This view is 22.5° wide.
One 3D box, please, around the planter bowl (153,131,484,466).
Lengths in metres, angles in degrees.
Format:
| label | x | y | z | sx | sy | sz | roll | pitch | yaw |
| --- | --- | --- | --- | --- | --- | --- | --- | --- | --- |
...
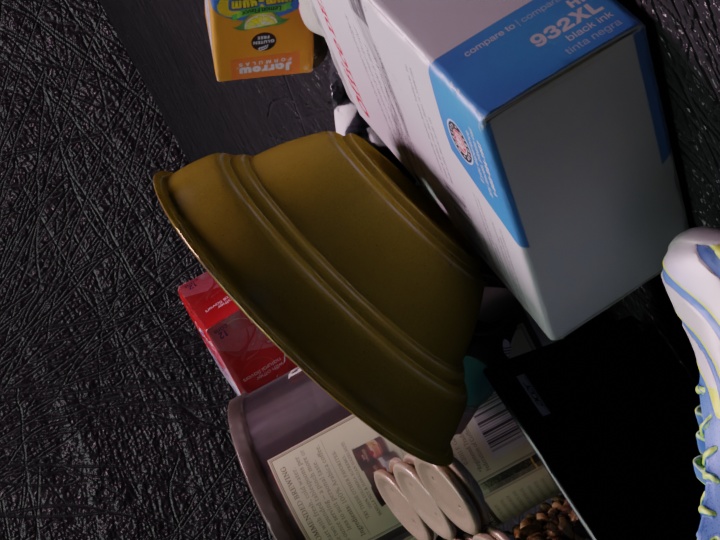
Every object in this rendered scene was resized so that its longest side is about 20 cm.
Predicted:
| label | x | y | z | sx | sy | sz | roll | pitch | yaw |
| --- | --- | --- | --- | --- | --- | --- | --- | --- | --- |
| planter bowl | 0.000 | -0.006 | 0.876 | 0.200 | 0.083 | 0.200 | 43 | -173 | -7 |

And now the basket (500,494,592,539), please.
| label | x | y | z | sx | sy | sz | roll | pitch | yaw |
| --- | --- | --- | --- | --- | --- | --- | --- | --- | --- |
| basket | 0.146 | 0.228 | 1.015 | 0.201 | 0.148 | 0.143 | 55 | -164 | 0 |

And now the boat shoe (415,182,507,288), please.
| label | x | y | z | sx | sy | sz | roll | pitch | yaw |
| --- | --- | --- | --- | --- | --- | --- | --- | --- | --- |
| boat shoe | 0.073 | -0.017 | 1.037 | 0.073 | 0.071 | 0.200 | 62 | 171 | -19 |

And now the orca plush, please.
| label | x | y | z | sx | sy | sz | roll | pitch | yaw |
| --- | --- | --- | --- | --- | --- | --- | --- | --- | --- |
| orca plush | 0.023 | -0.088 | 1.100 | 0.200 | 0.070 | 0.106 | -88 | -11 | -77 |

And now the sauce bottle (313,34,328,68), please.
| label | x | y | z | sx | sy | sz | roll | pitch | yaw |
| --- | --- | --- | --- | --- | --- | --- | --- | --- | --- |
| sauce bottle | -0.050 | -0.194 | 1.199 | 0.065 | 0.064 | 0.200 | 56 | 170 | 22 |

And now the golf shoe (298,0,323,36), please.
| label | x | y | z | sx | sy | sz | roll | pitch | yaw |
| --- | --- | --- | --- | --- | --- | --- | --- | --- | --- |
| golf shoe | 0.002 | -0.170 | 0.978 | 0.092 | 0.075 | 0.200 | 46 | 175 | 22 |

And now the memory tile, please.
| label | x | y | z | sx | sy | sz | roll | pitch | yaw |
| --- | --- | --- | --- | --- | --- | --- | --- | --- | --- |
| memory tile | 0.082 | 0.178 | 0.955 | 0.201 | 0.017 | 0.153 | 53 | 164 | 3 |

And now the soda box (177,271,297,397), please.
| label | x | y | z | sx | sy | sz | roll | pitch | yaw |
| --- | --- | --- | --- | --- | --- | --- | --- | --- | --- |
| soda box | -0.013 | -0.002 | 1.170 | 0.063 | 0.199 | 0.070 | 46 | 166 | 55 |

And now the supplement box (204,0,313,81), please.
| label | x | y | z | sx | sy | sz | roll | pitch | yaw |
| --- | --- | --- | --- | --- | --- | --- | --- | --- | --- |
| supplement box | -0.061 | -0.201 | 1.046 | 0.201 | 0.066 | 0.069 | 90 | 171 | -54 |

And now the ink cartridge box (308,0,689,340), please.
| label | x | y | z | sx | sy | sz | roll | pitch | yaw |
| --- | --- | --- | --- | --- | --- | --- | --- | --- | --- |
| ink cartridge box | 0.056 | -0.090 | 0.834 | 0.200 | 0.083 | 0.146 | 52 | 171 | 43 |

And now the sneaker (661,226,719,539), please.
| label | x | y | z | sx | sy | sz | roll | pitch | yaw |
| --- | --- | --- | --- | --- | --- | --- | --- | --- | --- |
| sneaker | 0.158 | 0.077 | 0.718 | 0.201 | 0.104 | 0.076 | 55 | 171 | 28 |

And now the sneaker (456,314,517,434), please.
| label | x | y | z | sx | sy | sz | roll | pitch | yaw |
| --- | --- | --- | --- | --- | --- | --- | --- | --- | --- |
| sneaker | 0.000 | 0.000 | 1.011 | 0.199 | 0.080 | 0.071 | 37 | -163 | 7 |

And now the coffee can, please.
| label | x | y | z | sx | sy | sz | roll | pitch | yaw |
| --- | --- | --- | --- | --- | --- | --- | --- | --- | --- |
| coffee can | 0.040 | 0.098 | 1.106 | 0.147 | 0.199 | 0.146 | 61 | -174 | -10 |

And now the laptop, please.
| label | x | y | z | sx | sy | sz | roll | pitch | yaw |
| --- | --- | --- | --- | --- | --- | --- | --- | --- | --- |
| laptop | 0.152 | 0.127 | 0.951 | 0.178 | 0.103 | 0.200 | 58 | 172 | 19 |
